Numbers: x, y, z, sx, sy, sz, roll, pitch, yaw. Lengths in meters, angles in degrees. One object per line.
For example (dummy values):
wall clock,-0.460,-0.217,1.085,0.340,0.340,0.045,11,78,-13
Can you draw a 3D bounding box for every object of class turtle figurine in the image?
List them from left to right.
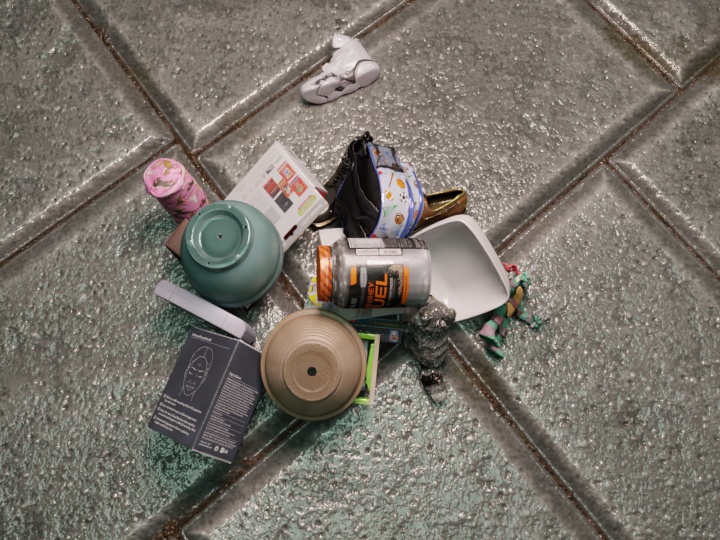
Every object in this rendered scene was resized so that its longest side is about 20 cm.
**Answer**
turtle figurine,0.312,0.071,1.194,0.100,0.150,0.202,19,70,50

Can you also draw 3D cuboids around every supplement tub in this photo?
supplement tub,0.021,0.005,1.050,0.194,0.123,0.126,-1,73,-9

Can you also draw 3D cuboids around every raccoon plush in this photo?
raccoon plush,0.156,0.148,1.134,0.095,0.134,0.204,-25,87,-16

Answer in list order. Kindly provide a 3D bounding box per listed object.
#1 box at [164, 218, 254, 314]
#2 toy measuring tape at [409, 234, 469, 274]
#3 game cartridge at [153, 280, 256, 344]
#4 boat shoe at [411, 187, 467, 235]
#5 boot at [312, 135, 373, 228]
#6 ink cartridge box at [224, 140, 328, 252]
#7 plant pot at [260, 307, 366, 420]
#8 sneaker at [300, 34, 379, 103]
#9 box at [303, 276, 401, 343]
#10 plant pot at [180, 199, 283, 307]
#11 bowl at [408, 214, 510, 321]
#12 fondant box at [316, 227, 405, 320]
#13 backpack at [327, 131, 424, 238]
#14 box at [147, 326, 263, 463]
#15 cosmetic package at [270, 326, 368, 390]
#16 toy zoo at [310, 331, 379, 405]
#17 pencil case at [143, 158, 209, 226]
box,-0.295,-0.007,1.206,0.199,0.100,0.075,38,77,11
toy measuring tape,0.184,-0.033,1.236,0.195,0.074,0.075,14,73,7
game cartridge,-0.302,0.082,1.161,0.196,0.133,0.041,26,81,6
boat shoe,0.131,-0.132,1.256,0.195,0.069,0.073,-17,54,-5
boot,-0.045,-0.194,1.246,0.077,0.139,0.201,36,77,10
ink cartridge box,-0.172,-0.124,1.217,0.200,0.084,0.176,-44,77,11
plant pot,-0.085,0.173,1.052,0.195,0.093,0.207,0,92,-1
sneaker,-0.062,-0.468,1.365,0.196,0.075,0.117,-23,74,-13
box,-0.014,0.077,1.180,0.194,0.038,0.138,5,37,1
plant pot,-0.249,-0.045,1.095,0.194,0.134,0.206,0,75,1
bowl,0.186,-0.010,1.165,0.202,0.197,0.075,55,42,-12
fondant box,0.000,0.000,1.178,0.140,0.059,0.203,-6,48,-14
backpack,0.033,-0.125,1.148,0.150,0.202,0.194,8,46,-18
box,-0.277,0.227,1.100,0.146,0.107,0.204,8,70,39
cosmetic package,-0.084,0.175,1.169,0.194,0.071,0.104,4,73,0
toy zoo,-0.065,0.177,1.112,0.194,0.020,0.135,6,90,0
pencil case,-0.368,-0.151,1.196,0.081,0.201,0.089,18,75,6
